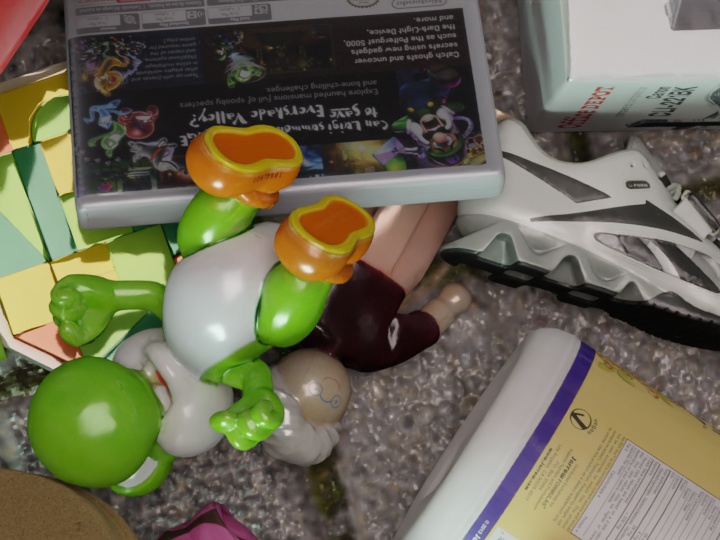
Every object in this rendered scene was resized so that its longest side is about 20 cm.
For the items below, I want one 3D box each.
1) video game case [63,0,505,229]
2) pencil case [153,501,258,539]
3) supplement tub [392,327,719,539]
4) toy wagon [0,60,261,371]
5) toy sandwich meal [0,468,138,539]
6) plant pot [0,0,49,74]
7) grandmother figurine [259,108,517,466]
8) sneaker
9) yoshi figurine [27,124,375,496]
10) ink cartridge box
[{"bbox_3d":[-0.041,-0.104,1.408,0.200,0.023,0.182,-4,55,-4],"label":"video game case"},{"bbox_3d":[-0.117,0.202,1.385,0.200,0.091,0.094,-35,119,-6],"label":"pencil case"},{"bbox_3d":[0.129,0.135,1.378,0.200,0.145,0.145,33,82,0],"label":"supplement tub"},{"bbox_3d":[-0.118,-0.004,1.429,0.155,0.040,0.200,-19,85,-6],"label":"toy wagon"},{"bbox_3d":[-0.185,0.174,1.321,0.205,0.205,0.070,-17,129,-6],"label":"toy sandwich meal"},{"bbox_3d":[-0.223,-0.167,1.332,0.182,0.200,0.200,33,82,-8],"label":"plant pot"},{"bbox_3d":[0.000,0.000,1.423,0.121,0.061,0.200,27,80,-11],"label":"grandmother figurine"},{"bbox_3d":[0.143,-0.017,1.424,0.200,0.074,0.089,21,76,-16],"label":"sneaker"},{"bbox_3d":[-0.085,0.034,1.332,0.112,0.112,0.200,20,125,-20],"label":"yoshi figurine"},{"bbox_3d":[0.183,-0.118,1.412,0.200,0.144,0.084,0,83,-4],"label":"ink cartridge box"}]
